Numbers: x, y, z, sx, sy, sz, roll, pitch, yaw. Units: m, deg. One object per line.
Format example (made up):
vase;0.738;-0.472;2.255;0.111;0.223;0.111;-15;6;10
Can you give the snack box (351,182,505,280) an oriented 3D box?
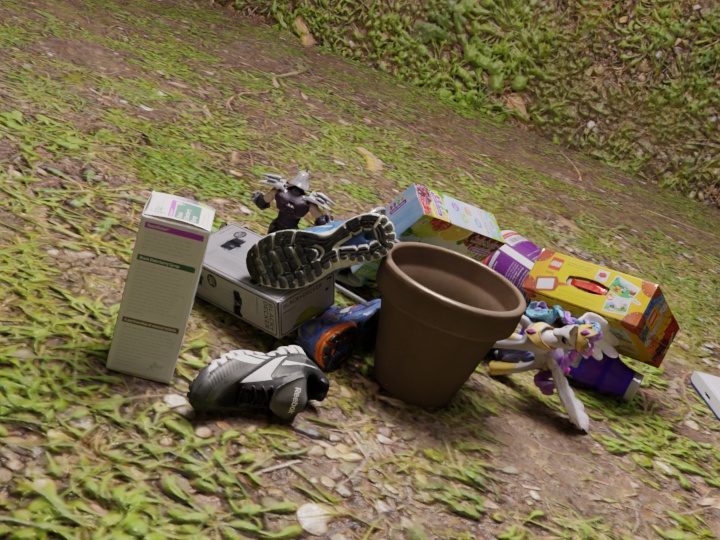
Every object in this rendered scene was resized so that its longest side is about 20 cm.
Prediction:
snack box;0.102;-0.043;1.522;0.200;0.169;0.068;18;45;-43

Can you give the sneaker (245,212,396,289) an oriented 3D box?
sneaker;-0.051;-0.023;1.258;0.199;0.079;0.089;-12;-1;1

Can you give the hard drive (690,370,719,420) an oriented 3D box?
hard drive;0.677;0.235;1.630;0.199;0.025;0.132;15;22;-12

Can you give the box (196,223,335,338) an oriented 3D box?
box;-0.145;0.010;1.318;0.199;0.060;0.117;23;37;32

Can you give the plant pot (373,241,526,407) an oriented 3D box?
plant pot;0.099;0.082;1.282;0.199;0.175;0.200;17;22;-7

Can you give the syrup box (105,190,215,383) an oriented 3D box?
syrup box;-0.230;0.019;1.105;0.081;0.201;0.079;15;21;-11

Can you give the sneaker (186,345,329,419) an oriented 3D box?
sneaker;-0.109;0.136;1.117;0.090;0.067;0.200;31;21;32

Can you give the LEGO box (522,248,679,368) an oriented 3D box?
LEGO box;0.373;0.058;1.485;0.200;0.077;0.149;21;-17;39

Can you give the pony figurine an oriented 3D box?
pony figurine;0.268;0.118;1.356;0.199;0.167;0.193;1;-30;37

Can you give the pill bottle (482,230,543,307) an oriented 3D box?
pill bottle;0.307;0.018;1.707;0.112;0.113;0.200;-2;31;-44

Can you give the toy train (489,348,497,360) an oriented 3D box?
toy train;0.139;0.090;1.492;0.199;0.034;0.046;21;18;2

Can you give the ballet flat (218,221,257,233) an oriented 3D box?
ballet flat;-0.147;-0.035;1.521;0.200;0.047;0.067;33;24;31

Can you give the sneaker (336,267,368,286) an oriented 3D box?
sneaker;0.002;-0.008;1.580;0.199;0.075;0.089;0;41;-31

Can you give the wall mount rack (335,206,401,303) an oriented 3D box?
wall mount rack;0.000;0.000;1.410;0.075;0.200;0.174;49;22;17

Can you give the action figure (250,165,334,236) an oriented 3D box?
action figure;-0.111;-0.064;1.411;0.130;0.201;0.069;26;21;13

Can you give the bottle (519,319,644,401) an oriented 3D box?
bottle;0.345;0.139;1.510;0.199;0.066;0.083;28;14;18

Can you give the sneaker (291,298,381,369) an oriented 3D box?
sneaker;-0.022;0.074;1.339;0.078;0.076;0.200;25;20;25
